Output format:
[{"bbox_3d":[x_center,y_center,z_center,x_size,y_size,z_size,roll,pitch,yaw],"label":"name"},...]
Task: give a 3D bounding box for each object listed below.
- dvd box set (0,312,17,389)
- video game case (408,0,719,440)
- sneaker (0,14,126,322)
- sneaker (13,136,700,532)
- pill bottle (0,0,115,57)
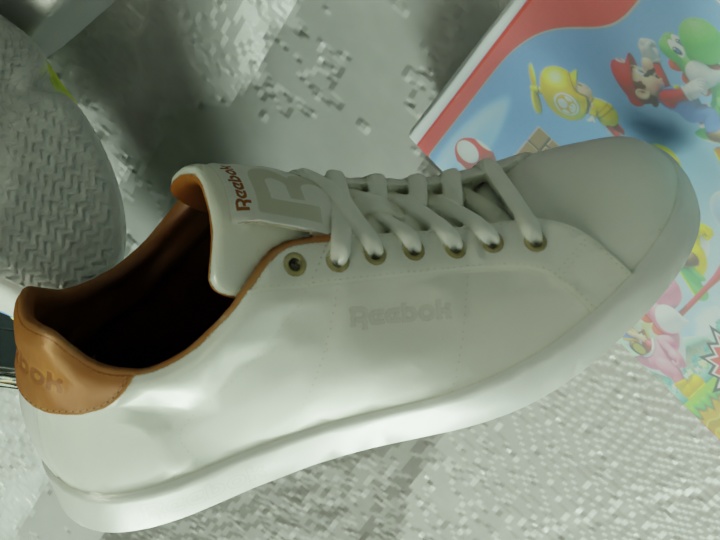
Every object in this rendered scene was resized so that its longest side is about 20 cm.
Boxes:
[{"bbox_3d":[-0.109,0.024,0.935,0.145,0.030,0.200,7,176,4],"label":"dvd box set"},{"bbox_3d":[0.116,-0.009,0.837,0.200,0.017,0.143,44,143,4],"label":"video game case"},{"bbox_3d":[-0.154,-0.046,0.846,0.200,0.076,0.105,44,149,5],"label":"sneaker"},{"bbox_3d":[0.000,0.000,0.788,0.073,0.199,0.085,55,166,50],"label":"sneaker"},{"bbox_3d":[-0.139,-0.163,0.865,0.200,0.114,0.114,48,143,0],"label":"pill bottle"}]
